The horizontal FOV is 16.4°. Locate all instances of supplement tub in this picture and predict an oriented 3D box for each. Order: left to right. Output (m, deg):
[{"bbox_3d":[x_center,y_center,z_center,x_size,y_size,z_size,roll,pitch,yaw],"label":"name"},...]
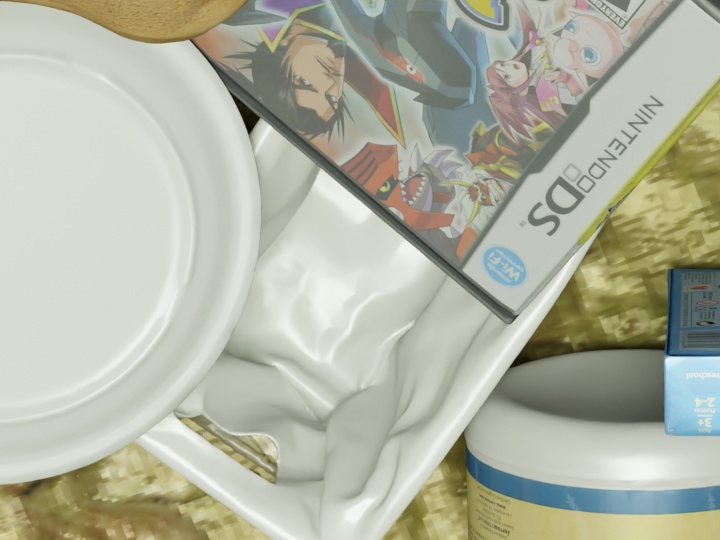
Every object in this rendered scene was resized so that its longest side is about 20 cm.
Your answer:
[{"bbox_3d":[0.117,0.144,1.035,0.144,0.145,0.201,-1,103,5],"label":"supplement tub"}]

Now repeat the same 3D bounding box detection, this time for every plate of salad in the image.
[{"bbox_3d":[-0.136,-0.017,0.940,0.199,0.048,0.201,-5,107,-16],"label":"plate of salad"}]

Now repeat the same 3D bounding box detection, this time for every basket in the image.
[{"bbox_3d":[0.000,0.000,1.031,0.135,0.123,0.200,34,100,-2],"label":"basket"}]

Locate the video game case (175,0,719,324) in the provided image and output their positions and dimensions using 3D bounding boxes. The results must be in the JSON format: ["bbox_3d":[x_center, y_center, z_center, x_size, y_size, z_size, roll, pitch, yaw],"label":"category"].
[{"bbox_3d":[0.022,-0.095,0.884,0.200,0.026,0.181,40,138,2],"label":"video game case"}]

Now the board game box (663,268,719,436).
[{"bbox_3d":[0.221,0.030,0.986,0.199,0.151,0.037,-1,102,8],"label":"board game box"}]

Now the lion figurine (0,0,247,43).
[{"bbox_3d":[-0.102,-0.111,0.833,0.200,0.072,0.123,8,69,25],"label":"lion figurine"}]
